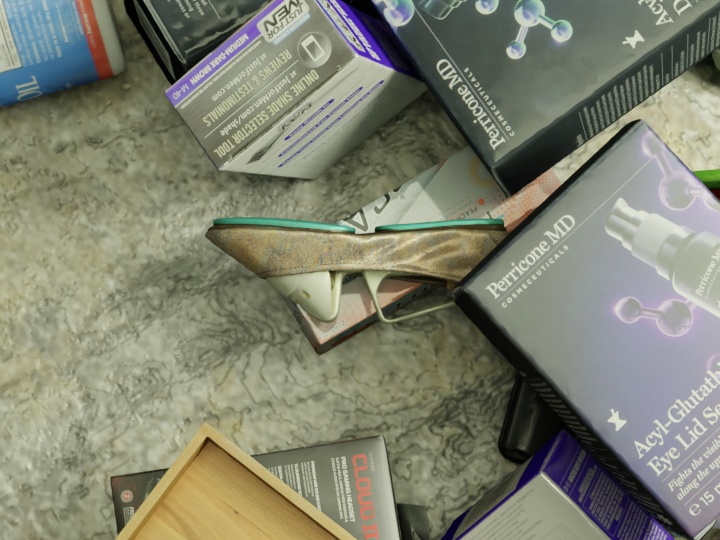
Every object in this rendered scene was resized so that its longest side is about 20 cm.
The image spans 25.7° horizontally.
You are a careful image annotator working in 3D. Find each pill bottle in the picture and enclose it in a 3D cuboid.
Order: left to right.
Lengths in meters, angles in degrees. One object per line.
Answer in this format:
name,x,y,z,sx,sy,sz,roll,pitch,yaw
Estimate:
pill bottle,-0.267,-0.161,1.061,0.199,0.112,0.113,-16,81,-4

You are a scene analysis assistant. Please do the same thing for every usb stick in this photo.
usb stick,0.143,0.040,1.080,0.055,0.033,0.201,17,80,-3

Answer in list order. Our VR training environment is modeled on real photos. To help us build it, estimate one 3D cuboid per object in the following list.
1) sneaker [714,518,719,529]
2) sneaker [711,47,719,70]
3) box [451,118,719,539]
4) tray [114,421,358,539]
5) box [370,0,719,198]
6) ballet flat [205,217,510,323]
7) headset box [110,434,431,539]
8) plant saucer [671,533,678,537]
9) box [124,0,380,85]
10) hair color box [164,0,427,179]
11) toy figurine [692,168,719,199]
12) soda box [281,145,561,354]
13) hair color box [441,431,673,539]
sneaker,0.198,0.077,1.017,0.072,0.072,0.201,-18,83,-32
sneaker,0.328,-0.203,1.122,0.199,0.079,0.096,-26,60,-7
box,0.172,0.036,0.934,0.148,0.104,0.200,-44,87,-3
tray,-0.046,0.194,0.967,0.200,0.037,0.099,37,80,4
box,0.127,-0.170,1.000,0.200,0.107,0.149,-36,78,6
ballet flat,0.000,0.000,1.003,0.199,0.068,0.068,0,87,0
headset box,-0.052,0.193,1.024,0.199,0.077,0.150,-8,80,-2
plant saucer,0.181,0.078,1.060,0.070,0.019,0.201,-34,96,-18
box,-0.055,-0.208,1.051,0.199,0.148,0.107,-31,83,-8
hair color box,-0.034,-0.116,1.005,0.109,0.200,0.065,-38,84,12
toy figurine,0.292,0.019,1.062,0.199,0.150,0.185,-6,94,-28
soda box,0.040,-0.023,1.073,0.199,0.064,0.069,-31,82,-8
hair color box,0.155,0.213,0.995,0.200,0.065,0.109,46,120,1
